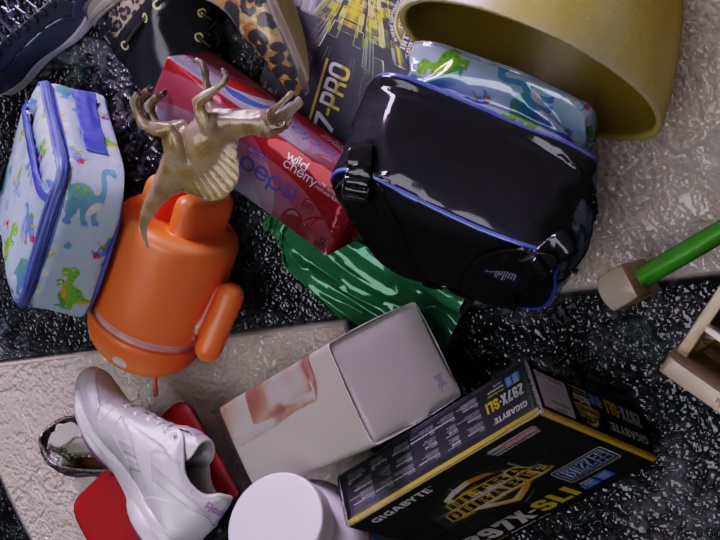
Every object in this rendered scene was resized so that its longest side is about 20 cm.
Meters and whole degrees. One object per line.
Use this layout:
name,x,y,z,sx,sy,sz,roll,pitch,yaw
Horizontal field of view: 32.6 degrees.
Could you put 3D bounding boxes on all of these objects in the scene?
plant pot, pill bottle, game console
plant pot,0.145,-0.200,0.861,0.198,0.200,0.143,24,85,23
pill bottle,-0.030,0.240,1.024,0.107,0.200,0.110,-11,58,18
game console,-0.152,0.244,1.172,0.200,0.171,0.120,-42,41,30

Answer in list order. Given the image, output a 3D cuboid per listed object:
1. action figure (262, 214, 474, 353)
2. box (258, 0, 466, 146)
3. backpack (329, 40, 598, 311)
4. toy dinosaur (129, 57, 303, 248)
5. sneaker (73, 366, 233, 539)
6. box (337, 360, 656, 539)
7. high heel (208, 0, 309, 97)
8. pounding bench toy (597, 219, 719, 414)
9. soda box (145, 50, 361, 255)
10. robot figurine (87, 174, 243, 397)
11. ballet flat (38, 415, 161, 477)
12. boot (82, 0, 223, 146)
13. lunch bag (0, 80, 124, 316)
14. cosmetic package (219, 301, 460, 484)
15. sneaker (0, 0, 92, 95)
action figure,0.000,0.000,1.047,0.199,0.055,0.119,30,116,16
box,0.000,-0.162,1.014,0.160,0.049,0.202,30,116,22
backpack,0.087,-0.060,0.895,0.181,0.200,0.148,22,76,14
toy dinosaur,-0.138,-0.095,0.956,0.199,0.058,0.102,-34,89,29
sneaker,-0.182,0.156,1.095,0.099,0.075,0.201,-41,66,9
box,0.106,0.155,0.963,0.199,0.159,0.050,-35,51,29
high heel,-0.130,-0.204,0.988,0.141,0.071,0.202,-28,85,14
pounding bench toy,0.281,0.007,0.850,0.199,0.124,0.157,36,116,18
soda box,-0.077,-0.099,0.998,0.199,0.070,0.064,35,115,13
robot figurine,-0.179,0.012,1.114,0.142,0.117,0.202,18,113,-10
ballet flat,-0.241,0.172,1.205,0.198,0.072,0.073,-6,99,31
boot,-0.131,-0.209,1.069,0.202,0.073,0.155,-24,96,27
lunch bag,-0.272,-0.071,1.116,0.162,0.082,0.201,-64,30,26
cosmetic package,-0.023,0.109,1.019,0.199,0.103,0.088,-32,83,51
sneaker,-0.332,-0.228,1.130,0.202,0.146,0.077,-42,79,28
